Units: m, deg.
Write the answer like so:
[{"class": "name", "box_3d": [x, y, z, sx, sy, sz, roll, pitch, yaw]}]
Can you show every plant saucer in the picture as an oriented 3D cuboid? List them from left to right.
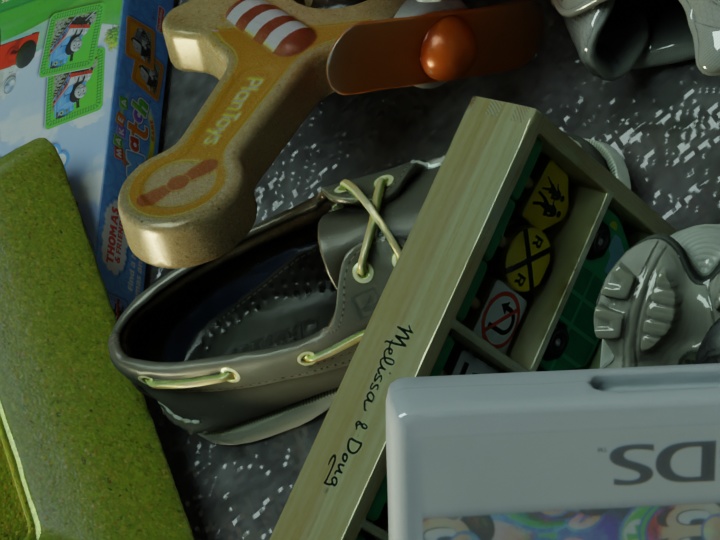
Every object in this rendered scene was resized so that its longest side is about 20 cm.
[{"class": "plant saucer", "box_3d": [-0.174, 0.076, 0.889, 0.199, 0.048, 0.201, -34, 64, 25]}]

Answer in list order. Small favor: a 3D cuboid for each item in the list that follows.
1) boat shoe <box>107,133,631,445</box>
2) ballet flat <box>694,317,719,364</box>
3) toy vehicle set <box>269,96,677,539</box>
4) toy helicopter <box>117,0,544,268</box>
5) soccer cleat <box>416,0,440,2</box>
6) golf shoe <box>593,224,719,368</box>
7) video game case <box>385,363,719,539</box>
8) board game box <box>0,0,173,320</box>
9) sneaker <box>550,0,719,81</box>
[{"class": "boat shoe", "box_3d": [0.000, 0.003, 0.817, 0.201, 0.060, 0.073, -26, 54, 25]}, {"class": "ballet flat", "box_3d": [0.178, 0.052, 0.574, 0.198, 0.057, 0.067, 13, 79, 18]}, {"class": "toy vehicle set", "box_3d": [0.036, 0.063, 0.714, 0.026, 0.124, 0.201, 17, 79, 42]}, {"class": "toy helicopter", "box_3d": [-0.019, -0.070, 0.825, 0.131, 0.079, 0.201, 10, 46, 24]}, {"class": "soccer cleat", "box_3d": [-0.005, -0.168, 0.810, 0.068, 0.086, 0.200, -22, 48, -26]}, {"class": "golf shoe", "box_3d": [0.096, 0.084, 0.702, 0.078, 0.097, 0.202, 16, 101, 12]}, {"class": "video game case", "box_3d": [0.098, 0.117, 0.562, 0.180, 0.202, 0.024, -2, 22, -2]}, {"class": "board game box", "box_3d": [-0.152, -0.032, 0.973, 0.150, 0.037, 0.202, -14, 61, 32]}, {"class": "sneaker", "box_3d": [0.081, -0.119, 0.812, 0.199, 0.075, 0.093, 26, 89, 44]}]
